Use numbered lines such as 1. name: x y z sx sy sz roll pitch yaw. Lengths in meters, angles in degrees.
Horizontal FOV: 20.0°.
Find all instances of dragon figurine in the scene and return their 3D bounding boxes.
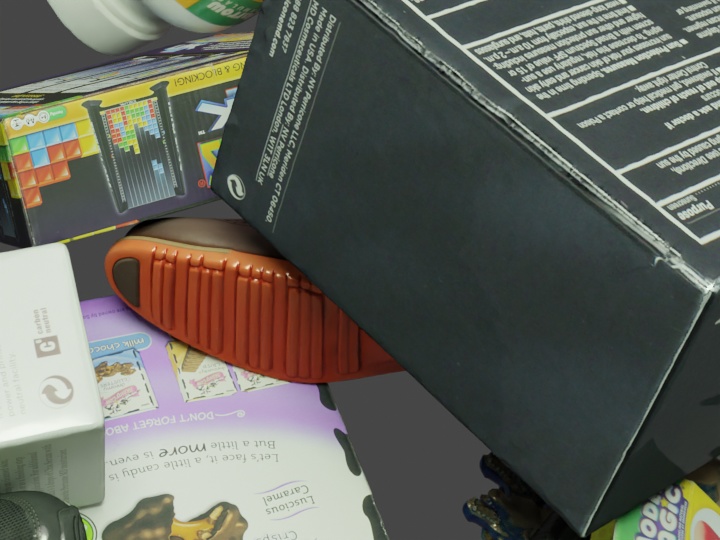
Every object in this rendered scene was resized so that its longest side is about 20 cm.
1. dragon figurine: 0.143 0.108 0.845 0.200 0.099 0.059 23 47 -14

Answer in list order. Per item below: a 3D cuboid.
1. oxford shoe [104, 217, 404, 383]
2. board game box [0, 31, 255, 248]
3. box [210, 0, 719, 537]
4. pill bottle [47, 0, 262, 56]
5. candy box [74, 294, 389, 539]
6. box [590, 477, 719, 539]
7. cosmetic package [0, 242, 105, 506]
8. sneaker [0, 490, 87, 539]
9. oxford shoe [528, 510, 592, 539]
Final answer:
1. oxford shoe: 0.000 0.000 0.811 0.199 0.071 0.073 9 55 -3
2. board game box: -0.093 -0.060 0.875 0.165 0.057 0.200 -16 11 -21
3. box: 0.089 -0.039 0.731 0.200 0.123 0.198 -22 53 -41
4. pill bottle: -0.057 -0.181 0.963 0.200 0.113 0.113 -25 44 28
5. candy box: -0.083 0.107 0.805 0.167 0.072 0.200 -10 53 -17
6. box: 0.136 0.164 0.728 0.048 0.200 0.118 -20 39 33
7. cosmetic package: -0.193 0.057 0.714 0.199 0.101 0.071 -11 70 -12
8. sneaker: -0.184 0.130 0.705 0.200 0.085 0.075 -29 56 19
9. oxford shoe: 0.071 0.168 0.761 0.084 0.073 0.200 25 79 4
